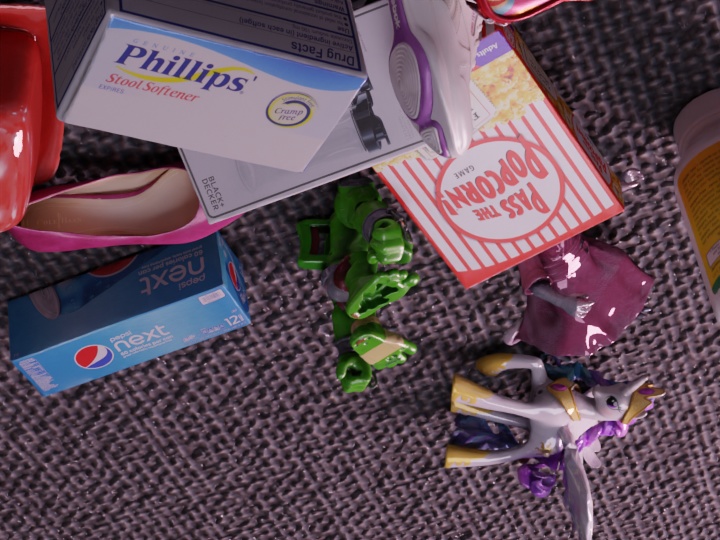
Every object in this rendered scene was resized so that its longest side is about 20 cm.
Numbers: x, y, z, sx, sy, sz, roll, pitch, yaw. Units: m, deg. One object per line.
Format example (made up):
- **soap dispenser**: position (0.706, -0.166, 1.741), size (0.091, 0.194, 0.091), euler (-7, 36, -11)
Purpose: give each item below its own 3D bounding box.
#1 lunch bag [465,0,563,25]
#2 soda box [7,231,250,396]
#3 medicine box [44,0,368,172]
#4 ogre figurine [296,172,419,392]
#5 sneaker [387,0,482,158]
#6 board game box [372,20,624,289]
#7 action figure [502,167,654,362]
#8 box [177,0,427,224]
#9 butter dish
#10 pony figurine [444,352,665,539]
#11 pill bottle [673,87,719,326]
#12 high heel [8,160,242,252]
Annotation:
- **lunch bag**: position (0.142, -0.259, 1.320), size (0.200, 0.082, 0.176), euler (-26, 129, -11)
- **soda box**: position (-0.199, 0.036, 1.666), size (0.200, 0.068, 0.064), euler (-19, 141, 10)
- **medicine box**: position (-0.110, -0.184, 1.301), size (0.182, 0.200, 0.103), euler (11, 137, -26)
- **ogre figurine**: position (0.000, 0.000, 1.632), size (0.098, 0.120, 0.200), euler (-18, 144, 1)
- **sneaker**: position (0.066, -0.182, 1.383), size (0.099, 0.200, 0.075), euler (-13, -172, -22)
- **board game box**: position (0.096, -0.096, 1.550), size (0.151, 0.046, 0.200), euler (-28, 122, 20)
- **action figure**: position (0.174, -0.021, 1.699), size (0.149, 0.134, 0.200), euler (13, 148, 45)
- **box**: position (-0.040, -0.125, 1.465), size (0.200, 0.060, 0.117), euler (-21, 102, 11)
- **butter dish**: position (-0.311, -0.086, 1.417), size (0.199, 0.148, 0.200), euler (-1, 142, -14)
- **pony figurine**: position (0.184, 0.158, 1.880), size (0.199, 0.167, 0.193), euler (5, 134, 3)
- **pill bottle**: position (0.320, -0.050, 1.586), size (0.112, 0.200, 0.113), euler (-7, 142, -5)
- **high heel**: position (-0.179, -0.054, 1.539), size (0.199, 0.068, 0.096), euler (-6, 177, 10)
